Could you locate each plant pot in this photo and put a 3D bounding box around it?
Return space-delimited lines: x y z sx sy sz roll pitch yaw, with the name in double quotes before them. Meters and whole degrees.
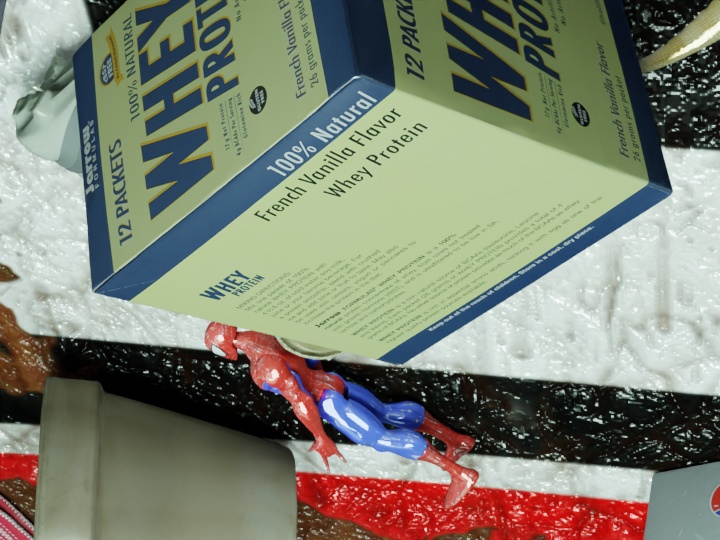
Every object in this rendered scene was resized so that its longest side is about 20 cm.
"plant pot" -0.134 0.178 1.193 0.172 0.201 0.201 4 140 -8

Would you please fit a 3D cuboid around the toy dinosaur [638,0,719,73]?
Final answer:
"toy dinosaur" 0.212 -0.143 0.819 0.101 0.058 0.200 39 129 -2

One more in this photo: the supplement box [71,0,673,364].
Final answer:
"supplement box" 0.000 -0.070 0.835 0.199 0.135 0.200 15 143 -39

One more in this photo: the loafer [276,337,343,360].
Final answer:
"loafer" 0.000 0.000 1.024 0.076 0.068 0.200 29 138 -13

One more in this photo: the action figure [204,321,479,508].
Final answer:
"action figure" -0.015 0.086 1.127 0.199 0.066 0.052 34 120 -19

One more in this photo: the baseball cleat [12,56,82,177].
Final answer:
"baseball cleat" -0.106 -0.100 0.964 0.106 0.070 0.199 34 146 -29

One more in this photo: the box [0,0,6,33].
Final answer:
"box" -0.275 -0.091 0.971 0.114 0.133 0.201 21 139 -2

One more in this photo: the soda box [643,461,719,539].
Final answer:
"soda box" 0.279 0.154 1.095 0.199 0.069 0.064 -17 128 32

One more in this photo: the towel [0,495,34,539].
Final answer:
"towel" -0.335 0.234 1.432 0.199 0.023 0.145 -15 130 31
